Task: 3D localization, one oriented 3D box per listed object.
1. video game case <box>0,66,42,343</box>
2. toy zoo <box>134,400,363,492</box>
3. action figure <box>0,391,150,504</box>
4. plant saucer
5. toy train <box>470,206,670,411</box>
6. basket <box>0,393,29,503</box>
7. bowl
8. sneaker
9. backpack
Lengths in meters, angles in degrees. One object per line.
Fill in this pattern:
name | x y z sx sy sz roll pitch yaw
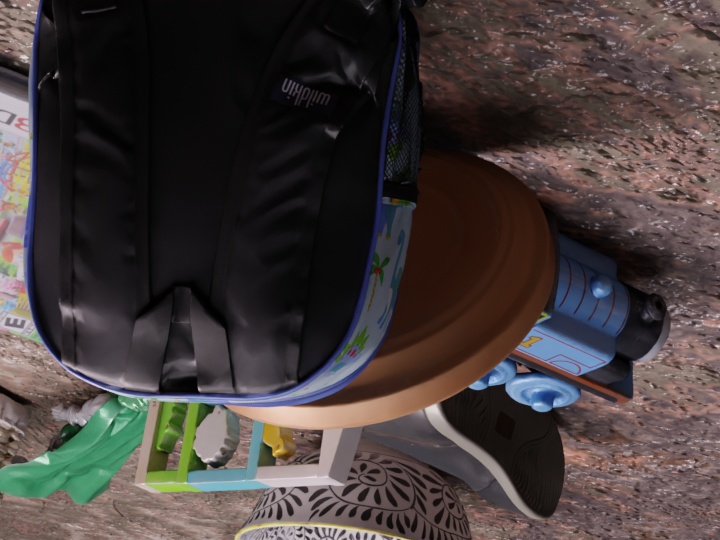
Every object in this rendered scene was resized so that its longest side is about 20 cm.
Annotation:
video game case | -0.217 -0.040 1.231 0.181 0.022 0.200 20 138 -25
toy zoo | -0.058 0.077 1.400 0.199 0.132 0.020 -8 154 37
action figure | -0.205 0.125 1.676 0.117 0.055 0.200 -2 156 -38
plant saucer | 0.000 0.000 1.103 0.199 0.201 0.032 0 131 23
toy train | 0.094 0.020 1.253 0.199 0.087 0.114 24 149 -33
basket | -0.408 0.155 1.723 0.199 0.162 0.198 -7 153 33
bowl | 0.006 0.187 1.709 0.199 0.095 0.201 9 160 3
sneaker | 0.066 0.115 1.543 0.106 0.075 0.200 0 148 37
backpack | -0.059 -0.037 1.005 0.181 0.202 0.147 4 175 10
